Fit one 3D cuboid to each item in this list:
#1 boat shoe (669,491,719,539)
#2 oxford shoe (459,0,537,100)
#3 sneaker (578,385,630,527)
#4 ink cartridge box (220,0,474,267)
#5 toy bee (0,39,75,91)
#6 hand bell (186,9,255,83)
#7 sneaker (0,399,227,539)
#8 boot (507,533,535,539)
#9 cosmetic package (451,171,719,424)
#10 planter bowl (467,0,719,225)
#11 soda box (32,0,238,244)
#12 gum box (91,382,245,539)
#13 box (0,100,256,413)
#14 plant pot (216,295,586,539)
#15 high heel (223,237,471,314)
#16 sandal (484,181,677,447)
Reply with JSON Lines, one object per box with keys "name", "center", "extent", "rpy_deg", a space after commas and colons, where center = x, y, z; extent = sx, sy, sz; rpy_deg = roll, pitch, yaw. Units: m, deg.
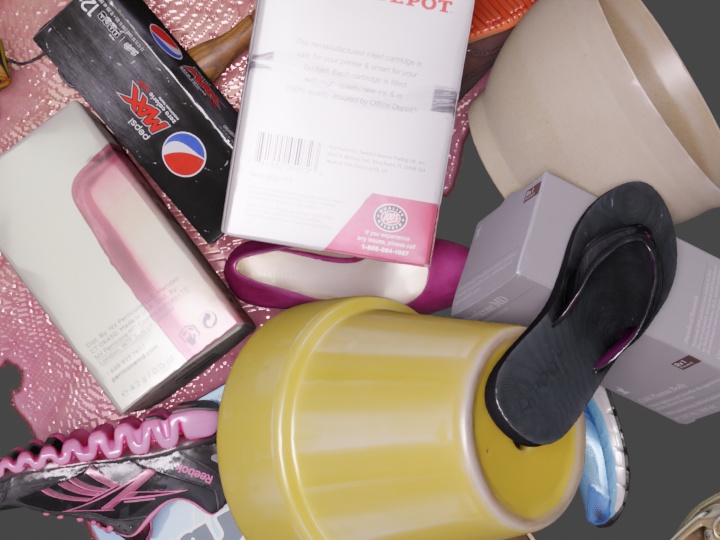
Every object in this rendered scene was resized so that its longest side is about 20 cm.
{"name": "boat shoe", "center": [0.252, 0.226, 0.964], "extent": [0.200, 0.063, 0.073], "rpy_deg": [-37, 86, -3]}
{"name": "oxford shoe", "center": [0.076, -0.176, 0.996], "extent": [0.200, 0.073, 0.071], "rpy_deg": [-29, 56, -2]}
{"name": "sneaker", "center": [0.142, 0.099, 0.978], "extent": [0.090, 0.078, 0.200], "rpy_deg": [-22, 77, 8]}
{"name": "ink cartridge box", "center": [-0.010, -0.112, 0.902], "extent": [0.146, 0.083, 0.200], "rpy_deg": [9, 92, -7]}
{"name": "toy bee", "center": [-0.308, -0.155, 0.974], "extent": [0.200, 0.109, 0.131], "rpy_deg": [-37, 85, -2]}
{"name": "hand bell", "center": [-0.081, -0.187, 0.999], "extent": [0.200, 0.104, 0.104], "rpy_deg": [-34, 86, 11]}
{"name": "sneaker", "center": [-0.185, 0.158, 0.930], "extent": [0.200, 0.079, 0.096], "rpy_deg": [-13, 95, 3]}
{"name": "boot", "center": [0.115, 0.253, 0.959], "extent": [0.074, 0.075, 0.200], "rpy_deg": [-22, 85, 1]}
{"name": "cosmetic package", "center": [0.176, 0.022, 0.897], "extent": [0.200, 0.107, 0.090], "rpy_deg": [22, 65, -12]}
{"name": "planter bowl", "center": [0.164, -0.105, 0.940], "extent": [0.135, 0.200, 0.200], "rpy_deg": [-32, 86, 25]}
{"name": "soda box", "center": [-0.146, -0.120, 0.967], "extent": [0.071, 0.063, 0.200], "rpy_deg": [-38, 97, 18]}
{"name": "gum box", "center": [-0.099, 0.198, 0.978], "extent": [0.170, 0.045, 0.200], "rpy_deg": [-30, 86, -1]}
{"name": "box", "center": [-0.180, -0.006, 0.952], "extent": [0.109, 0.128, 0.200], "rpy_deg": [-37, 87, -2]}
{"name": "plant pot", "center": [0.038, 0.111, 0.871], "extent": [0.189, 0.201, 0.201], "rpy_deg": [-9, 84, 42]}
{"name": "high heel", "center": [0.000, 0.000, 0.966], "extent": [0.200, 0.096, 0.067], "rpy_deg": [4, 86, 1]}
{"name": "sandal", "center": [0.150, 0.024, 0.801], "extent": [0.075, 0.048, 0.201], "rpy_deg": [39, 63, -9]}
